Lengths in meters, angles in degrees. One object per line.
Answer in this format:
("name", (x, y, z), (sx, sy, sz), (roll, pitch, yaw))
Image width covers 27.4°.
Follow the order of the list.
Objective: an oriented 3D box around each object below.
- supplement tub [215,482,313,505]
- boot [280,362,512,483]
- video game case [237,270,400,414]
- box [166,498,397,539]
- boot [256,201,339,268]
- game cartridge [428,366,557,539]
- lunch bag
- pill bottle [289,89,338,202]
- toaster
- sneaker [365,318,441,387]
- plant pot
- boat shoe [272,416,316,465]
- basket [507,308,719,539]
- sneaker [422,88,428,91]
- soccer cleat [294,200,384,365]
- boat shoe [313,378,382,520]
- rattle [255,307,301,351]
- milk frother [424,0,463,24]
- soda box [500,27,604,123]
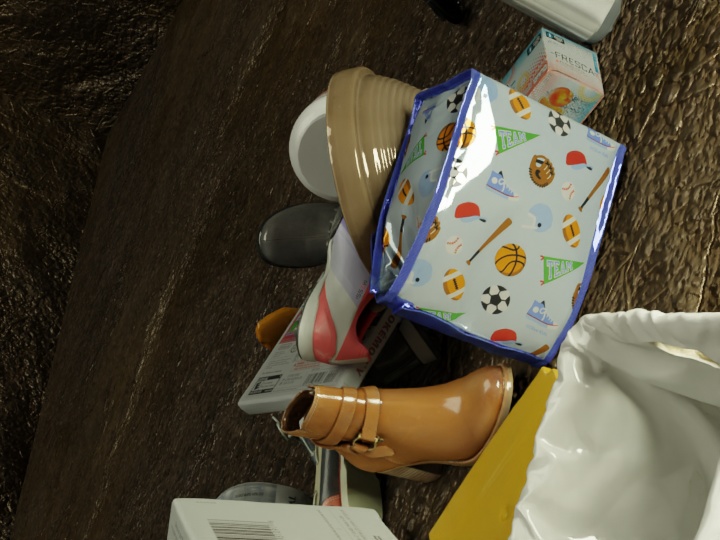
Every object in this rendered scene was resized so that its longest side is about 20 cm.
("supplement tub", (-0.103, 0.327, 1.495), (0.123, 0.122, 0.201), (-50, 27, 44))
("boot", (0.030, 0.124, 1.292), (0.200, 0.154, 0.074), (-49, 28, 46))
("video game case", (-0.025, 0.062, 1.469), (0.200, 0.023, 0.183), (-15, 38, 58))
("box", (-0.058, 0.291, 1.256), (0.199, 0.199, 0.132), (-146, 64, -70))
("boot", (0.001, -0.045, 1.502), (0.132, 0.199, 0.070), (170, 92, -72))
("game cartridge", (0.126, 0.195, 1.155), (0.200, 0.032, 0.177), (-58, 21, 23))
("lunch bag", (0.107, -0.037, 1.232), (0.124, 0.169, 0.201), (-19, 54, 63))
("pill bottle", (-0.015, -0.132, 1.541), (0.200, 0.112, 0.113), (-75, 11, -78))
("toaster", (0.186, -0.302, 1.363), (0.201, 0.129, 0.114), (-65, 18, 12))
("sneaker", (0.012, 0.063, 1.509), (0.090, 0.067, 0.200), (-37, 23, -1))
("plant pot", (0.044, -0.093, 1.341), (0.092, 0.201, 0.202), (-12, 46, 17))
("boat shoe", (-0.054, 0.165, 1.618), (0.062, 0.075, 0.200), (-56, 28, 1))
("basket", (0.198, 0.138, 0.809), (0.198, 0.160, 0.201), (-5, 66, 69))
("sneaker", (0.092, -0.155, 1.543), (0.200, 0.078, 0.080), (171, 113, -70))
("soccer cleat", (0.000, 0.000, 1.389), (0.068, 0.073, 0.201), (72, -148, -56))
("boat shoe", (-0.017, 0.184, 1.479), (0.062, 0.071, 0.201), (-32, 45, 37))
("rattle", (-0.055, 0.030, 1.670), (0.131, 0.142, 0.201), (104, 166, -47))
("milk frother", (0.115, -0.419, 1.723), (0.200, 0.180, 0.188), (53, 132, 17))
("soda box", (0.145, -0.127, 1.390), (0.200, 0.063, 0.069), (-52, 26, 38))
